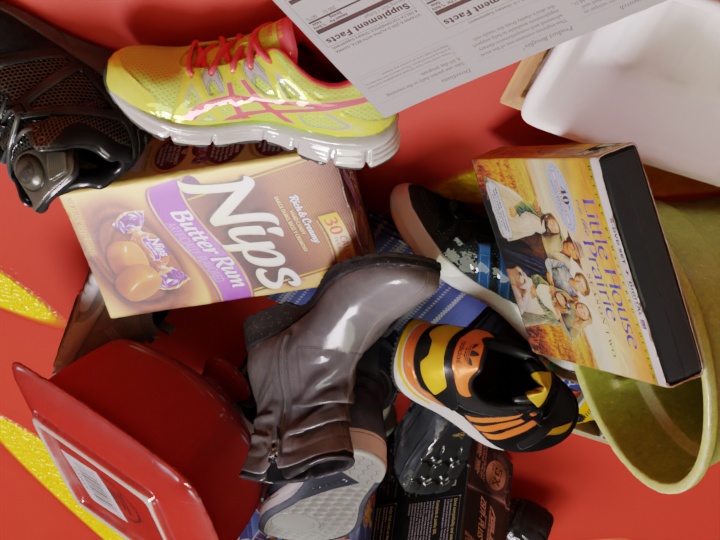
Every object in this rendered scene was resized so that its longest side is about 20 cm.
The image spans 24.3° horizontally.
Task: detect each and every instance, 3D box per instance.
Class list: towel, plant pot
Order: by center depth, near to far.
[{"bbox_3d":[0.256,0.025,1.099,0.184,0.201,0.201,-15,145,-15],"label":"plant pot"},{"bbox_3d":[0.000,0.000,1.277,0.200,0.024,0.145,24,142,-14],"label":"towel"}]

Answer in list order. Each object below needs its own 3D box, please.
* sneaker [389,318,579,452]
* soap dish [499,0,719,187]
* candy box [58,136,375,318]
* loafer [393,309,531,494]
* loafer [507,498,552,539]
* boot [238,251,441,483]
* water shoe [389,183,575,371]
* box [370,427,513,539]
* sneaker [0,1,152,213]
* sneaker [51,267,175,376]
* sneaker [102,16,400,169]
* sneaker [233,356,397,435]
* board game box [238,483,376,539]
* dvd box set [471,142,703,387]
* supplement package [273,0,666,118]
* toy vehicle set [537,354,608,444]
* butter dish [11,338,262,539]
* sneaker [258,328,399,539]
[{"bbox_3d":[0.113,0.091,1.217,0.090,0.070,0.200,5,164,45],"label":"sneaker"},{"bbox_3d":[0.205,-0.134,1.004,0.200,0.081,0.157,17,142,-8],"label":"soap dish"},{"bbox_3d":[-0.099,-0.039,1.182,0.200,0.057,0.117,-10,127,11],"label":"candy box"},{"bbox_3d":[0.077,0.095,1.339,0.068,0.070,0.201,6,131,-29],"label":"loafer"},{"bbox_3d":[0.112,0.267,1.546,0.070,0.068,0.201,28,139,1],"label":"loafer"},{"bbox_3d":[-0.011,0.075,1.164,0.070,0.132,0.200,15,149,-32],"label":"boot"},{"bbox_3d":[0.112,-0.012,1.192,0.200,0.072,0.079,37,116,-17],"label":"water shoe"},{"bbox_3d":[0.033,0.238,1.422,0.164,0.200,0.086,-13,138,26],"label":"box"},{"bbox_3d":[-0.237,-0.112,1.112,0.199,0.114,0.076,22,139,-12],"label":"sneaker"},{"bbox_3d":[-0.191,0.046,1.331,0.082,0.075,0.200,20,141,-10],"label":"sneaker"},{"bbox_3d":[-0.068,-0.131,1.089,0.200,0.078,0.090,7,131,-2],"label":"sneaker"},{"bbox_3d":[-0.073,0.093,1.375,0.200,0.074,0.089,-3,135,6],"label":"sneaker"},{"bbox_3d":[-0.057,0.199,1.392,0.135,0.200,0.034,-1,146,16],"label":"board game box"},{"bbox_3d":[0.138,-0.008,1.056,0.029,0.200,0.147,-21,100,-15],"label":"dvd box set"},{"bbox_3d":[0.071,-0.200,0.888,0.200,0.156,0.111,-19,133,33],"label":"supplement package"},{"bbox_3d":[0.207,0.069,1.307,0.124,0.027,0.200,17,142,-9],"label":"toy vehicle set"},{"bbox_3d":[-0.145,0.129,1.298,0.199,0.148,0.200,29,152,28],"label":"butter dish"},{"bbox_3d":[-0.024,0.120,1.304,0.077,0.146,0.202,13,146,-16],"label":"sneaker"}]
